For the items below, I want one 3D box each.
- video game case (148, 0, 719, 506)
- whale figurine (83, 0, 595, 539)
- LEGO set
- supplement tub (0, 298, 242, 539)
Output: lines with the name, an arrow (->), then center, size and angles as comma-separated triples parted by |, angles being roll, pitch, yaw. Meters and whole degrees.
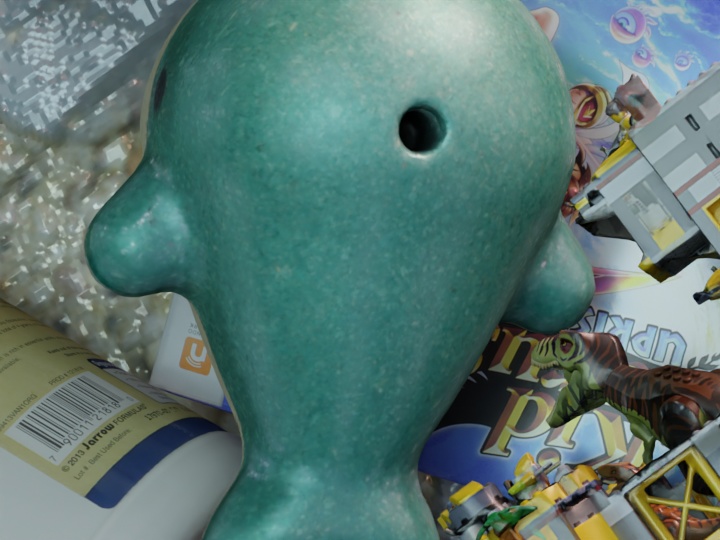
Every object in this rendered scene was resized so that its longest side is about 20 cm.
video game case -> 0.047, -0.021, 0.786 | 0.199, 0.045, 0.182 | 16, 91, 19
whale figurine -> 0.000, 0.000, 0.703 | 0.158, 0.104, 0.201 | 7, 85, -16
LEGO set -> 0.080, 0.022, 0.650 | 0.154, 0.200, 0.116 | -39, 78, 16
supplement tub -> -0.142, 0.078, 0.788 | 0.199, 0.144, 0.145 | 29, 94, 19
